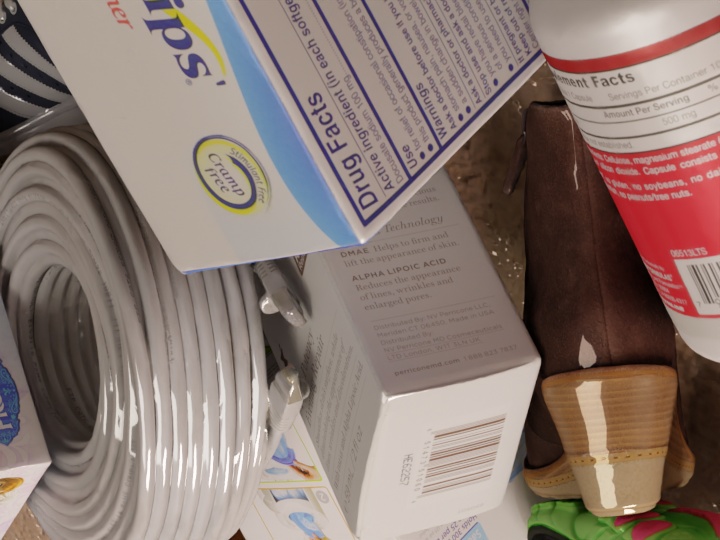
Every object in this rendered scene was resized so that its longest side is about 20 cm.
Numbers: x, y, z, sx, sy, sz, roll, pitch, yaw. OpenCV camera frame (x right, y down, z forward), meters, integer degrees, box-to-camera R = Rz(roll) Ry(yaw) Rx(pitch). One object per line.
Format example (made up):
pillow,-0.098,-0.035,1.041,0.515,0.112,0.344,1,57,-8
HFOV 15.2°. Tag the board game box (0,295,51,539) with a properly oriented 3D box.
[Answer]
board game box,-0.212,0.042,1.254,0.200,0.041,0.200,-54,50,55

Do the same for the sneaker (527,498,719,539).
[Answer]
sneaker,0.112,0.139,1.138,0.077,0.084,0.200,3,178,-4

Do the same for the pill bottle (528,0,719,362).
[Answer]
pill bottle,0.131,-0.075,0.989,0.112,0.112,0.200,-7,119,44

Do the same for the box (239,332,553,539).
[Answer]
box,0.021,0.108,1.241,0.101,0.112,0.200,-6,118,45

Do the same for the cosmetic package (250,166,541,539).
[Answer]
cosmetic package,0.000,0.000,1.118,0.102,0.074,0.200,101,150,-47

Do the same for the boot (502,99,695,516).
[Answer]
boot,0.097,0.011,1.122,0.072,0.200,0.166,-7,90,0

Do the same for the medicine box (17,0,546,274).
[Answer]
medicine box,-0.022,-0.130,1.003,0.103,0.200,0.182,-10,117,45

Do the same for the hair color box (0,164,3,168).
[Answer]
hair color box,-0.163,-0.019,1.329,0.200,0.064,0.111,15,130,33

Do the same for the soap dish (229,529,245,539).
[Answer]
soap dish,-0.022,0.226,1.362,0.200,0.081,0.157,63,174,-21

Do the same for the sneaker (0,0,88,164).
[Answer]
sneaker,-0.150,-0.115,1.226,0.200,0.070,0.109,-13,120,38

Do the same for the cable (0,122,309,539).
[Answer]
cable,-0.106,0.036,1.166,0.200,0.069,0.200,56,142,38
